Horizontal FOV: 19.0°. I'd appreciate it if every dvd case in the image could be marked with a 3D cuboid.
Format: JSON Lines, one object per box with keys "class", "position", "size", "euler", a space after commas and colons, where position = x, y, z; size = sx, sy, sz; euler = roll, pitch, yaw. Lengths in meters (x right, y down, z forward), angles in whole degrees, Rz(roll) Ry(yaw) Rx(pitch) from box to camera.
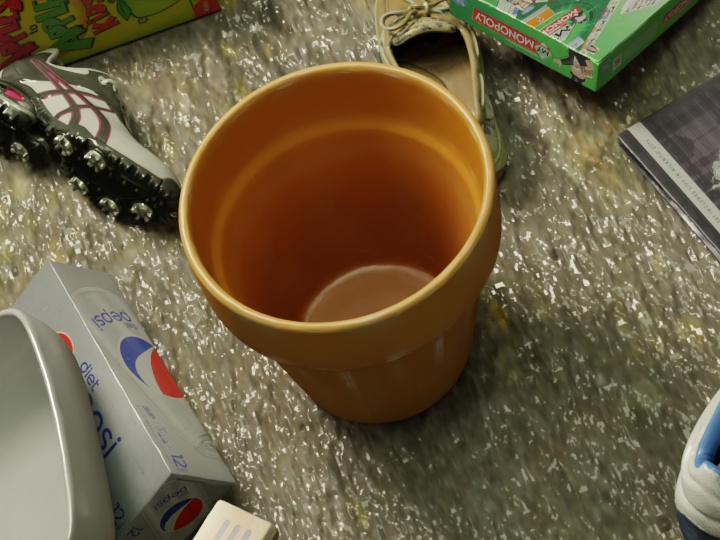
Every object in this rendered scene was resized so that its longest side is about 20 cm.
{"class": "dvd case", "position": [0.301, -0.092, 1.490], "size": [0.199, 0.016, 0.149], "euler": [-31, 57, -10]}

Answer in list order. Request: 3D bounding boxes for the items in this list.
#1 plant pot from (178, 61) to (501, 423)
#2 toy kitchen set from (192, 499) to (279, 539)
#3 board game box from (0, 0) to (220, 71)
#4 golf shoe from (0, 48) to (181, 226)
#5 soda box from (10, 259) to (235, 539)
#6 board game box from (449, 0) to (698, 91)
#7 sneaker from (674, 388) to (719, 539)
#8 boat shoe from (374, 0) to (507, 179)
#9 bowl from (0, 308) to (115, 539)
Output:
{"class": "plant pot", "position": [0.000, 0.000, 1.390], "size": [0.198, 0.184, 0.202], "euler": [-6, 56, 9]}
{"class": "toy kitchen set", "position": [-0.049, 0.242, 1.252], "size": [0.199, 0.164, 0.181], "euler": [21, 63, 23]}
{"class": "board game box", "position": [-0.215, -0.213, 1.626], "size": [0.198, 0.102, 0.048], "euler": [-20, 56, -2]}
{"class": "golf shoe", "position": [-0.195, -0.105, 1.570], "size": [0.199, 0.078, 0.088], "euler": [31, 60, 27]}
{"class": "soda box", "position": [-0.164, 0.087, 1.426], "size": [0.068, 0.063, 0.200], "euler": [-50, 54, 20]}
{"class": "board game box", "position": [0.177, -0.219, 1.566], "size": [0.134, 0.029, 0.200], "euler": [32, 55, 26]}
{"class": "sneaker", "position": [0.268, 0.095, 1.294], "size": [0.200, 0.147, 0.080], "euler": [-41, 58, -16]}
{"class": "boat shoe", "position": [0.057, -0.150, 1.551], "size": [0.073, 0.063, 0.201], "euler": [-21, 55, -2]}
{"class": "bowl", "position": [-0.231, 0.148, 1.370], "size": [0.200, 0.074, 0.201], "euler": [-39, 52, 28]}
